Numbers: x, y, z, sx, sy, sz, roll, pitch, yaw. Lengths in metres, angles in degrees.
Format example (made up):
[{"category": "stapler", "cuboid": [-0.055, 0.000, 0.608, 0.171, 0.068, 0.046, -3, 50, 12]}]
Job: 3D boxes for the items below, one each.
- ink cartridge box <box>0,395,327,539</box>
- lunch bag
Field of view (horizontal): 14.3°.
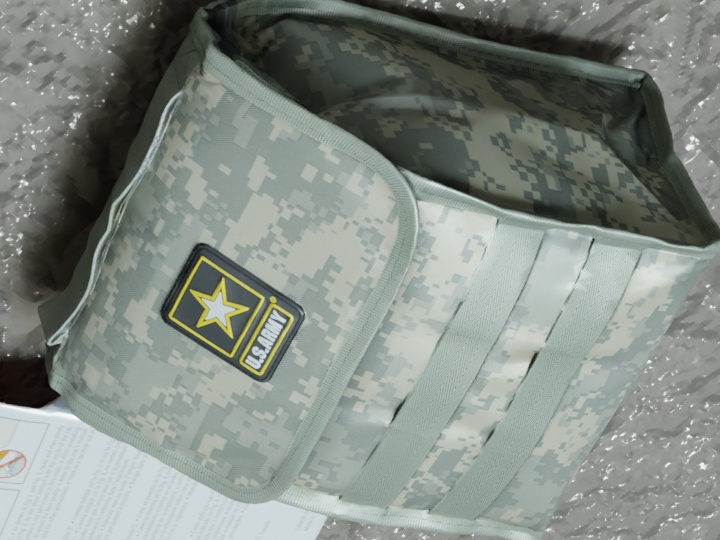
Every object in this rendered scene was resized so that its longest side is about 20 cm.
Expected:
[{"category": "ink cartridge box", "cuboid": [-0.120, 0.098, 1.120, 0.199, 0.050, 0.163, 11, 129, -21]}, {"category": "lunch bag", "cuboid": [0.000, 0.000, 1.014, 0.199, 0.118, 0.164, 11, 128, -24]}]
